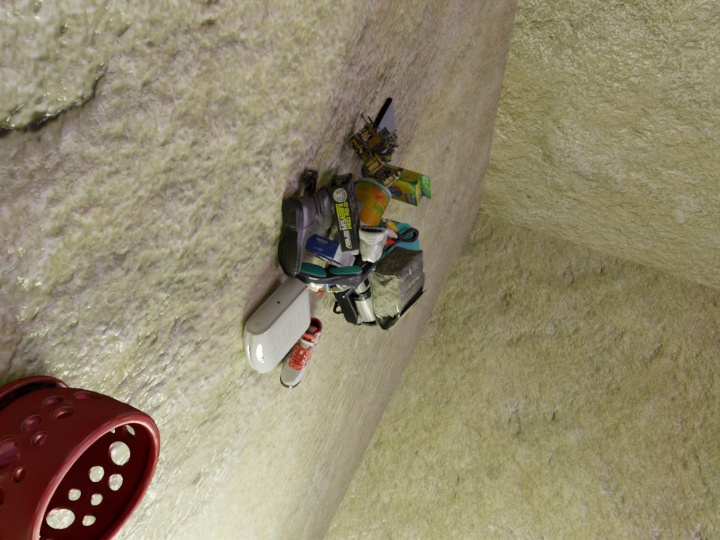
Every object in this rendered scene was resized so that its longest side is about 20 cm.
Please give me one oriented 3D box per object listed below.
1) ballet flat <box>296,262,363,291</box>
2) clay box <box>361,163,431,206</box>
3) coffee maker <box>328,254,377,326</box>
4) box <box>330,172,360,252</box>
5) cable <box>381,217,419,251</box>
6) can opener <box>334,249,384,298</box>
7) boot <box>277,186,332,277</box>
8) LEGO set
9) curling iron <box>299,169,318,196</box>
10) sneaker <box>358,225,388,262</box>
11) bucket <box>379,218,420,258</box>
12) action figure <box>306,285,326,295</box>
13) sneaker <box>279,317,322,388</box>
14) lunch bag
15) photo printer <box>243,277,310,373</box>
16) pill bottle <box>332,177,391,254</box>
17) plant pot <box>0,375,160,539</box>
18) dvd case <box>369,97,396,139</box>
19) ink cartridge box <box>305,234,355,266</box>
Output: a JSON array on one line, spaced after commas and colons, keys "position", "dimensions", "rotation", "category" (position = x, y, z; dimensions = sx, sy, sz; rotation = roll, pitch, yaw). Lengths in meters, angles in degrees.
[{"position": [-0.089, 0.022, 1.405], "dimensions": [0.073, 0.199, 0.074], "rotation": [-177, -90, -67], "category": "ballet flat"}, {"position": [0.106, -0.253, 1.636], "dimensions": [0.048, 0.199, 0.115], "rotation": [-63, 161, -19], "category": "clay box"}, {"position": [-0.031, 0.061, 1.671], "dimensions": [0.135, 0.191, 0.201], "rotation": [-80, 154, -46], "category": "coffee maker"}, {"position": [-0.034, -0.148, 1.390], "dimensions": [0.200, 0.044, 0.161], "rotation": [-83, 165, -72], "category": "box"}, {"position": [0.114, -0.093, 1.659], "dimensions": [0.199, 0.050, 0.098], "rotation": [8, 92, -46], "category": "cable"}, {"position": [0.000, 0.000, 1.503], "dimensions": [0.200, 0.063, 0.079], "rotation": [-55, 165, -35], "category": "can opener"}, {"position": [-0.119, -0.086, 1.301], "dimensions": [0.131, 0.070, 0.201], "rotation": [-24, 135, -45], "category": "boot"}, {"position": [0.063, -0.321, 1.492], "dimensions": [0.116, 0.154, 0.200], "rotation": [-37, 155, 11], "category": "LEGO set"}, {"position": [-0.133, -0.147, 1.324], "dimensions": [0.049, 0.026, 0.201], "rotation": [-17, 134, -43], "category": "curling iron"}, {"position": [0.028, -0.069, 1.379], "dimensions": [0.200, 0.075, 0.082], "rotation": [-49, 143, -78], "category": "sneaker"}, {"position": [0.084, -0.063, 1.766], "dimensions": [0.207, 0.134, 0.209], "rotation": [-7, 100, -47], "category": "bucket"}, {"position": [-0.112, 0.027, 1.485], "dimensions": [0.052, 0.066, 0.200], "rotation": [-41, 158, 32], "category": "action figure"}, {"position": [-0.164, 0.219, 1.548], "dimensions": [0.108, 0.067, 0.202], "rotation": [106, 9, -46], "category": "sneaker"}, {"position": [0.112, 0.058, 1.611], "dimensions": [0.164, 0.117, 0.201], "rotation": [-39, 132, -45], "category": "lunch bag"}, {"position": [-0.201, 0.138, 1.338], "dimensions": [0.200, 0.069, 0.167], "rotation": [-50, 155, -36], "category": "photo printer"}, {"position": [0.000, -0.150, 1.575], "dimensions": [0.201, 0.111, 0.111], "rotation": [-64, 162, -17], "category": "pill bottle"}, {"position": [-0.387, 0.238, 0.703], "dimensions": [0.201, 0.182, 0.201], "rotation": [-57, 159, -35], "category": "plant pot"}, {"position": [0.070, -0.395, 1.676], "dimensions": [0.200, 0.017, 0.143], "rotation": [73, 40, -64], "category": "dvd case"}, {"position": [-0.080, -0.048, 1.456], "dimensions": [0.200, 0.094, 0.044], "rotation": [42, 70, -77], "category": "ink cartridge box"}]
